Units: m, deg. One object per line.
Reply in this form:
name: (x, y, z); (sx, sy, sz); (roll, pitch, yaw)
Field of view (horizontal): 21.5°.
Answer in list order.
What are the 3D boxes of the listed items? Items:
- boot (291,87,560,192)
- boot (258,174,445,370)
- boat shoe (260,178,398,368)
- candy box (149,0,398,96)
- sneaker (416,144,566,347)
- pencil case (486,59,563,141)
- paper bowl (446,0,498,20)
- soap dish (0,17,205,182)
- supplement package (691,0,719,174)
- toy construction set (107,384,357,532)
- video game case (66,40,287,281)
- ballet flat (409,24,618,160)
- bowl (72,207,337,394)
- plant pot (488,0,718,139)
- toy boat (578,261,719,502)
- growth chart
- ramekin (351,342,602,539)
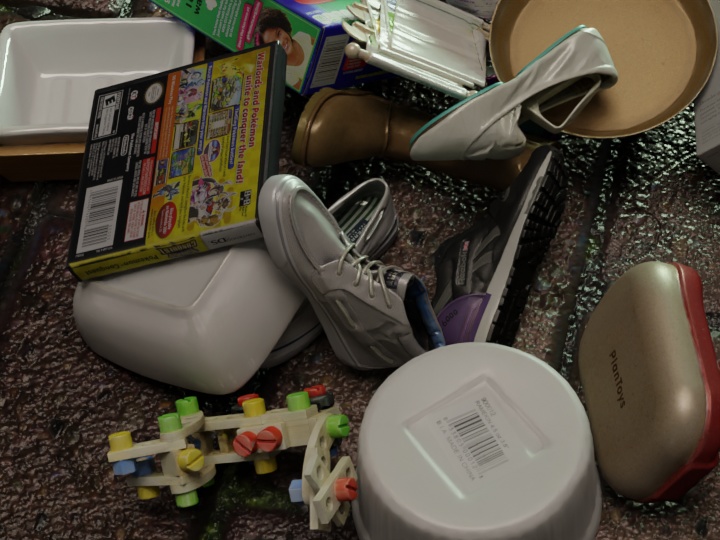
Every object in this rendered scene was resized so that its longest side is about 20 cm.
boot: (0.059, -0.109, 1.662); (0.199, 0.066, 0.175); (18, 23, 18)
boot: (0.000, 0.000, 1.527); (0.095, 0.200, 0.074); (-3, 44, 35)
boat shoe: (-0.043, -0.006, 1.627); (0.073, 0.067, 0.200); (26, 59, 23)
candy box: (-0.069, -0.246, 1.762); (0.200, 0.077, 0.169); (31, 27, 25)
sneaker: (0.104, -0.021, 1.592); (0.087, 0.076, 0.201); (19, 79, 25)
pencil case: (0.218, -0.202, 1.746); (0.200, 0.085, 0.092); (-37, 60, -21)
paper bowl: (0.159, -0.332, 1.801); (0.200, 0.105, 0.201); (-16, 33, 11)
soap dish: (-0.242, -0.156, 1.749); (0.199, 0.081, 0.158); (-2, 52, 3)
supplement package: (0.369, -0.172, 1.665); (0.117, 0.117, 0.201); (-30, 41, 37)
toy construction set: (-0.084, 0.140, 1.478); (0.199, 0.093, 0.131); (7, 13, 25)
video game case: (-0.152, -0.093, 1.594); (0.180, 0.026, 0.201); (-13, 50, 19)
ballet flat: (0.135, -0.135, 1.600); (0.200, 0.070, 0.069); (-33, 57, -15)
bowl: (-0.141, -0.010, 1.591); (0.199, 0.075, 0.200); (15, 64, 36)
plant pot: (0.213, -0.199, 1.670); (0.199, 0.028, 0.201); (-2, 66, 5)
toy boat: (0.258, 0.090, 1.515); (0.130, 0.131, 0.201); (13, 49, -24)
growth chart: (0.054, -0.209, 1.687); (0.144, 0.018, 0.200); (24, 29, -4)
ramekin: (0.089, 0.153, 1.476); (0.199, 0.098, 0.201); (-2, 52, 3)
